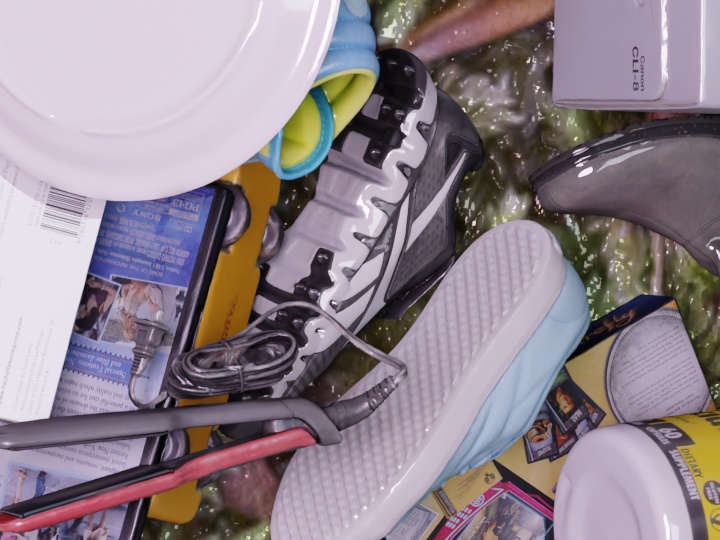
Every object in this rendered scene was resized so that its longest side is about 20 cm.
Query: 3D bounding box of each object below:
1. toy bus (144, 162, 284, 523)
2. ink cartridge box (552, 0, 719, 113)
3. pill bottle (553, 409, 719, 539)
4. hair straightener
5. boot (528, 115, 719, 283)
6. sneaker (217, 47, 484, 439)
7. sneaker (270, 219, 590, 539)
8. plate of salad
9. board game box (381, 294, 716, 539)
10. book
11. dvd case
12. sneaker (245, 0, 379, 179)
[{"bbox_3d":[-0.089,0.011,1.351,0.078,0.065,0.201,14,86,16],"label":"toy bus"},{"bbox_3d":[0.212,-0.151,1.463,0.199,0.144,0.146,0,93,-27],"label":"ink cartridge box"},{"bbox_3d":[0.205,0.121,1.456,0.199,0.111,0.112,-6,96,-27],"label":"pill bottle"},{"bbox_3d":[-0.073,0.054,1.273,0.199,0.041,0.077,-13,96,-20],"label":"hair straightener"},{"bbox_3d":[0.186,-0.007,1.481,0.199,0.068,0.131,-3,74,-28],"label":"boot"},{"bbox_3d":[0.000,0.000,1.407,0.090,0.066,0.201,30,88,-41],"label":"sneaker"},{"bbox_3d":[0.043,0.076,1.398,0.200,0.074,0.082,-48,130,-6],"label":"sneaker"},{"bbox_3d":[-0.096,-0.130,1.234,0.048,0.199,0.201,-15,103,-68],"label":"plate of salad"},{"bbox_3d":[0.097,0.117,1.482,0.199,0.035,0.136,-28,105,-23],"label":"board game box"},{"bbox_3d":[-0.216,-0.020,1.275,0.199,0.048,0.134,16,83,-8],"label":"book"},{"bbox_3d":[-0.148,0.043,1.315,0.142,0.018,0.201,14,85,13],"label":"dvd case"},{"bbox_3d":[-0.079,-0.092,1.289,0.079,0.199,0.131,2,74,-57],"label":"sneaker"}]
